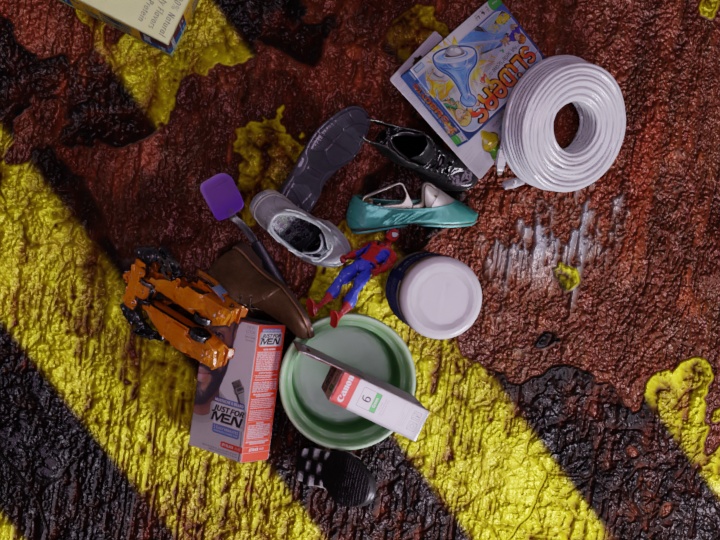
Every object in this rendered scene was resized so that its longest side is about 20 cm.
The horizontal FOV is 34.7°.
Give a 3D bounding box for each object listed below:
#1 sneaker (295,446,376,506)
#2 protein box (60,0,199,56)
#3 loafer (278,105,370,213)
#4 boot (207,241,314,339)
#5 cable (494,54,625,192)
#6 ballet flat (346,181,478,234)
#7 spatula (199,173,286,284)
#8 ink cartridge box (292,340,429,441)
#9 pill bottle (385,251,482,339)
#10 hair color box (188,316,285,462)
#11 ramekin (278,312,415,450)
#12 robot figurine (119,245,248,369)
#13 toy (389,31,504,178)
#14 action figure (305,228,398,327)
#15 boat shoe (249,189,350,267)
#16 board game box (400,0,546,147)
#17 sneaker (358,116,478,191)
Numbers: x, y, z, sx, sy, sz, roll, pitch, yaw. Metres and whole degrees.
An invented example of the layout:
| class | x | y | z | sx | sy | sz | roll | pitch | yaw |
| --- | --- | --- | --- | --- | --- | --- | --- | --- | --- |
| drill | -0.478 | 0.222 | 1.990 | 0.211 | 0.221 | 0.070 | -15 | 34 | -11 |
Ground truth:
| class | x | y | z | sx | sy | sz | roll | pitch | yaw |
| --- | --- | --- | --- | --- | --- | --- | --- | --- | --- |
| sneaker | -0.013 | 0.299 | 1.674 | 0.088 | 0.200 | 0.074 | 17 | 87 | -28 |
| protein box | -0.313 | -0.437 | 1.605 | 0.200 | 0.135 | 0.199 | 26 | 90 | -8 |
| loafer | -0.065 | -0.162 | 1.697 | 0.072 | 0.063 | 0.200 | 38 | 86 | -25 |
| boot | -0.142 | 0.043 | 1.645 | 0.075 | 0.074 | 0.200 | -34 | 55 | -22 |
| cable | 0.300 | -0.215 | 1.701 | 0.200 | 0.069 | 0.200 | -6 | 107 | -26 |
| ballet flat | 0.078 | -0.096 | 1.711 | 0.200 | 0.067 | 0.070 | -4 | 109 | -5 |
| spatula | -0.166 | -0.053 | 1.708 | 0.057 | 0.021 | 0.200 | -29 | 103 | 23 |
| ink cartridge box | -0.010 | 0.166 | 1.603 | 0.200 | 0.109 | 0.050 | 25 | 90 | -8 |
| pill bottle | 0.098 | 0.031 | 1.660 | 0.116 | 0.200 | 0.116 | -1 | 94 | -8 |
| hair color box | -0.180 | 0.168 | 1.678 | 0.064 | 0.111 | 0.200 | 5 | 94 | -52 |
| ramekin | -0.024 | 0.157 | 1.706 | 0.200 | 0.098 | 0.200 | -1 | 95 | -7 |
| robot figurine | -0.260 | 0.050 | 1.646 | 0.200 | 0.058 | 0.145 | 31 | 114 | 25 |
| toy | 0.136 | -0.241 | 1.713 | 0.200 | 0.047 | 0.115 | 45 | 66 | -10 |
| action figure | 0.000 | 0.000 | 1.682 | 0.065 | 0.200 | 0.052 | 21 | 136 | 24 |
| boat shoe | -0.078 | -0.044 | 1.653 | 0.070 | 0.072 | 0.201 | -47 | 135 | 10 |
| board game box | 0.171 | -0.294 | 1.692 | 0.200 | 0.034 | 0.135 | -44 | 99 | -24 |
| sneaker | 0.089 | -0.169 | 1.691 | 0.200 | 0.104 | 0.060 | 24 | 91 | -8 |
